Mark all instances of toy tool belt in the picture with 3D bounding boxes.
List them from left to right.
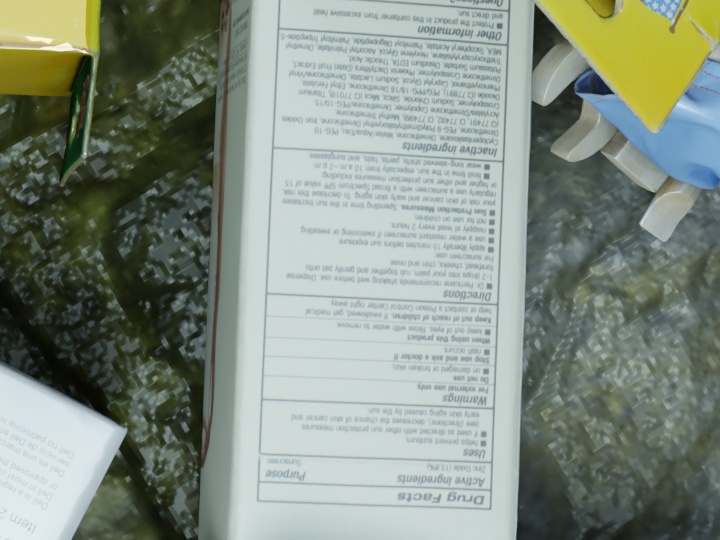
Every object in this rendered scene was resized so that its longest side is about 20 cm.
[{"bbox_3d":[0.127,-0.063,0.813,0.200,0.125,0.123,32,84,-23],"label":"toy tool belt"}]

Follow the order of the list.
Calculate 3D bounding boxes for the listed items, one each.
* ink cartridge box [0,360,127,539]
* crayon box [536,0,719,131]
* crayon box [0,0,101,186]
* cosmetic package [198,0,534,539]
[{"bbox_3d":[-0.188,0.108,0.768,0.146,0.084,0.200,28,83,-8],"label":"ink cartridge box"},{"bbox_3d":[0.086,-0.157,0.705,0.127,0.051,0.200,45,65,-28],"label":"crayon box"},{"bbox_3d":[-0.111,-0.133,0.772,0.051,0.127,0.201,3,86,-10],"label":"crayon box"},{"bbox_3d":[0.000,0.000,0.807,0.103,0.087,0.201,4,86,-12],"label":"cosmetic package"}]
